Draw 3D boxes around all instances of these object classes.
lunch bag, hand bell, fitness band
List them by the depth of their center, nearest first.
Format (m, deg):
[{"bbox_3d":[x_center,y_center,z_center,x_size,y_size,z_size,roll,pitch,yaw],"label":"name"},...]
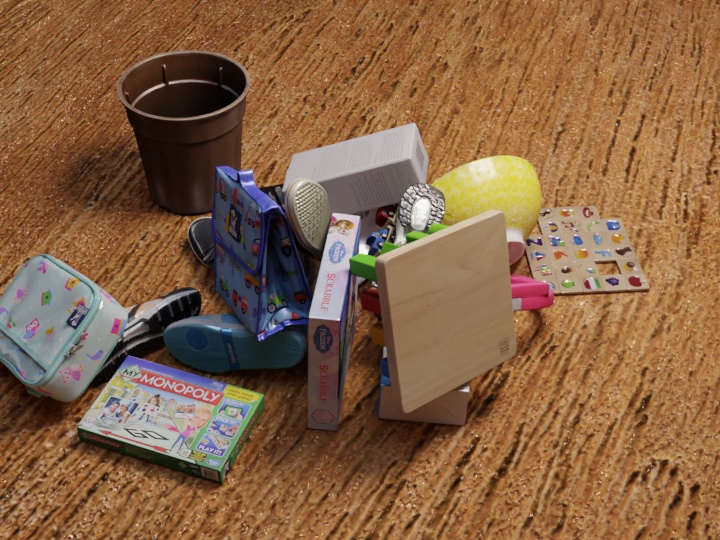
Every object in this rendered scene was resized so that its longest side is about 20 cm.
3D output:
[{"bbox_3d":[-0.132,-0.038,1.414,0.094,0.200,0.151,-18,32,-22],"label":"lunch bag"},{"bbox_3d":[-0.405,0.076,1.432,0.200,0.077,0.161,27,77,44],"label":"lunch bag"},{"bbox_3d":[0.176,0.027,1.518,0.200,0.038,0.143,-2,9,-35],"label":"fitness band"},{"bbox_3d":[0.000,0.000,1.577,0.199,0.104,0.104,-5,40,-25],"label":"hand bell"}]

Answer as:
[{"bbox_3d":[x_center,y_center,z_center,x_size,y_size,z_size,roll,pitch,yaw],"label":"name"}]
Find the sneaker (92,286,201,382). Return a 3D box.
[{"bbox_3d":[-0.308,0.070,1.499,0.200,0.074,0.080,-30,48,-31],"label":"sneaker"}]

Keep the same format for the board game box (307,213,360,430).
[{"bbox_3d":[-0.034,0.066,1.413,0.041,0.200,0.200,7,42,4],"label":"board game box"}]

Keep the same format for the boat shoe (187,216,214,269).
[{"bbox_3d":[-0.193,-0.025,1.607,0.075,0.062,0.200,-38,52,-9],"label":"boat shoe"}]

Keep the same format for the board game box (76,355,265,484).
[{"bbox_3d":[-0.240,0.187,1.400,0.199,0.029,0.135,14,44,14],"label":"board game box"}]

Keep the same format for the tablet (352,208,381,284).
[{"bbox_3d":[0.012,-0.073,1.649,0.200,0.014,0.130,-39,78,-23],"label":"tablet"}]

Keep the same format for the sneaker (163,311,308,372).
[{"bbox_3d":[-0.159,0.076,1.500,0.199,0.080,0.131,3,30,11],"label":"sneaker"}]

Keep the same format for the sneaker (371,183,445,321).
[{"bbox_3d":[0.067,-0.014,1.496,0.077,0.089,0.200,19,72,4],"label":"sneaker"}]

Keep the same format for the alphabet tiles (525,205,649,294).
[{"bbox_3d":[0.334,-0.034,1.678,0.167,0.008,0.200,-3,41,-4],"label":"alphabet tiles"}]

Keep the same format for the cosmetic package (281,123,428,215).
[{"bbox_3d":[-0.006,-0.140,1.607,0.199,0.071,0.102,-12,35,17],"label":"cosmetic package"}]

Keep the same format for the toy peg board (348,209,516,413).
[{"bbox_3d":[0.085,0.040,1.366,0.200,0.200,0.098,-22,25,-34],"label":"toy peg board"}]

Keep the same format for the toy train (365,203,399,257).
[{"bbox_3d":[0.045,-0.080,1.599,0.046,0.034,0.200,28,45,-11],"label":"toy train"}]

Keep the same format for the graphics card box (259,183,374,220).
[{"bbox_3d":[-0.083,-0.086,1.696,0.199,0.051,0.126,-13,44,-15],"label":"graphics card box"}]

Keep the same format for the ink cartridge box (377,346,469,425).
[{"bbox_3d":[0.087,0.107,1.467,0.115,0.067,0.200,4,41,2],"label":"ink cartridge box"}]

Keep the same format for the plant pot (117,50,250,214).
[{"bbox_3d":[-0.267,-0.210,1.723,0.200,0.199,0.201,0,42,0],"label":"plant pot"}]

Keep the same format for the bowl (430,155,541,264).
[{"bbox_3d":[0.181,-0.062,1.586,0.200,0.200,0.108,-13,61,-15],"label":"bowl"}]

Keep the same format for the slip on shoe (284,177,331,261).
[{"bbox_3d":[-0.074,-0.064,1.415,0.061,0.200,0.074,19,77,14],"label":"slip on shoe"}]
